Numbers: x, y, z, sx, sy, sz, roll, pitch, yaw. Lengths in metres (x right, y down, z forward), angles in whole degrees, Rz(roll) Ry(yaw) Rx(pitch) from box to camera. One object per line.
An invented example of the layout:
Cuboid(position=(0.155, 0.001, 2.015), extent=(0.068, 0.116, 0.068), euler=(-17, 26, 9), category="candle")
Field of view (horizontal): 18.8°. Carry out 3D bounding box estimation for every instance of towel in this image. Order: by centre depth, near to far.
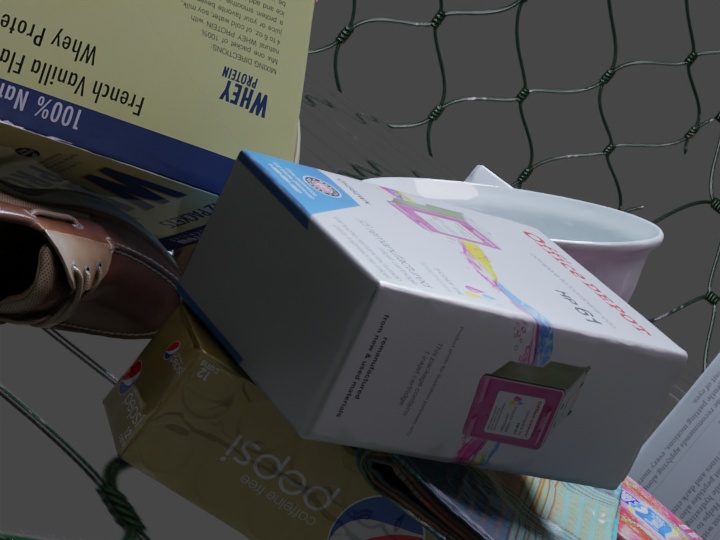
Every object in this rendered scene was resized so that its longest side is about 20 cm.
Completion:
Cuboid(position=(0.070, 0.102, 1.091), extent=(0.146, 0.022, 0.200), euler=(39, 18, -2), category="towel")

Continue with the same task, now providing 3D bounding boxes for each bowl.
Cuboid(position=(0.088, 0.003, 1.380), extent=(0.200, 0.091, 0.201), euler=(7, 10, -1), category="bowl")

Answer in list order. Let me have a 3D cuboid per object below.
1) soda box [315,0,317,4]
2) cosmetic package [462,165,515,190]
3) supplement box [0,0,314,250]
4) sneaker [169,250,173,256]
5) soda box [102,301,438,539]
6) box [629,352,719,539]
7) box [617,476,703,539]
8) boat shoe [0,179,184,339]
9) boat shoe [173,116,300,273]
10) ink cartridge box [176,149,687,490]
Cuboid(position=(-0.116, -0.123, 1.445), extent=(0.068, 0.200, 0.064), euler=(38, 7, 8), category="soda box")
Cuboid(position=(0.072, 0.020, 1.561), extent=(0.071, 0.102, 0.200), euler=(36, -22, 12), category="cosmetic package")
Cuboid(position=(-0.140, -0.134, 1.111), extent=(0.199, 0.201, 0.134), euler=(18, -19, -34), category="supplement box")
Cuboid(position=(-0.085, 0.006, 1.281), extent=(0.200, 0.082, 0.075), euler=(32, 10, -41), category="sneaker")
Cuboid(position=(-0.026, 0.101, 1.061), extent=(0.200, 0.068, 0.064), euler=(35, 9, -24), category="soda box")
Cuboid(position=(0.300, 0.193, 1.545), extent=(0.200, 0.199, 0.171), euler=(30, 12, -47), category="box")
Cuboid(position=(0.144, 0.184, 1.261), extent=(0.100, 0.096, 0.200), euler=(40, 8, 18), category="box")
Cuboid(position=(-0.161, -0.001, 1.041), extent=(0.200, 0.076, 0.072), euler=(20, 22, -40), category="boat shoe")
Cuboid(position=(-0.071, -0.019, 1.216), extent=(0.072, 0.201, 0.065), euler=(1, -26, 6), category="boat shoe")
Cuboid(position=(0.035, 0.025, 1.048), extent=(0.199, 0.085, 0.145), euler=(14, 20, -38), category="ink cartridge box")
